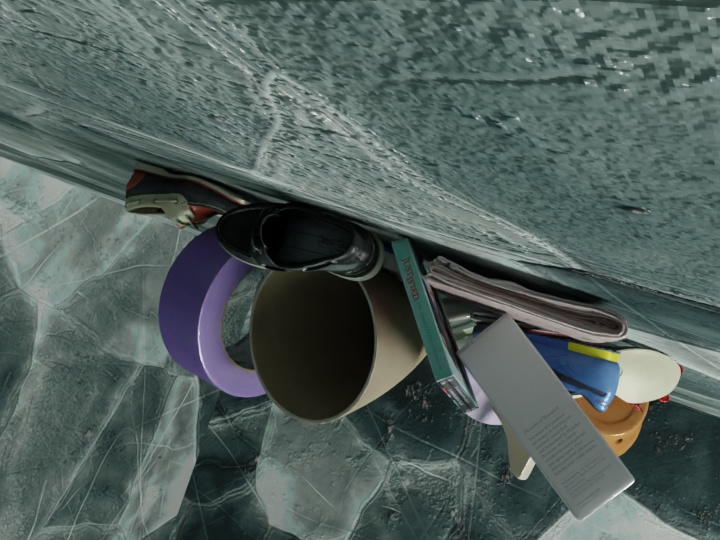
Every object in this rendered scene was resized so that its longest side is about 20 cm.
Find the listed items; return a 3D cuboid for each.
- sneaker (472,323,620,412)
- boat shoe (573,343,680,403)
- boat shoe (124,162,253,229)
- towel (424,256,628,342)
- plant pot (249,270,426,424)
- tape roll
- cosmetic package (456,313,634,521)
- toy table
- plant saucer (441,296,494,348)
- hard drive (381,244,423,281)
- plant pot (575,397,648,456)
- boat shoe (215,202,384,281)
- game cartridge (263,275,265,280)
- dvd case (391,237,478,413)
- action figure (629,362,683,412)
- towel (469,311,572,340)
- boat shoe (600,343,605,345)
[{"bbox_3d":[0.207,0.112,0.873,0.065,0.080,0.199,12,180,-44],"label":"sneaker"},{"bbox_3d":[0.312,0.126,0.951,0.198,0.075,0.063,2,-165,-13],"label":"boat shoe"},{"bbox_3d":[-0.211,-0.082,0.898,0.198,0.063,0.071,16,174,32],"label":"boat shoe"},{"bbox_3d":[0.165,0.033,0.765,0.189,0.033,0.200,19,179,11],"label":"towel"},{"bbox_3d":[0.003,0.073,0.890,0.186,0.190,0.199,17,-170,36],"label":"plant pot"},{"bbox_3d":[-0.142,0.046,0.918,0.084,0.202,0.199,17,176,39],"label":"tape roll"},{"bbox_3d":[0.188,0.148,0.777,0.201,0.071,0.101,55,-175,13],"label":"cosmetic package"},{"bbox_3d":[0.229,0.182,1.045,0.198,0.186,0.117,6,-161,-36],"label":"toy table"},{"bbox_3d":[0.135,0.079,1.139,0.197,0.051,0.200,-9,160,-3],"label":"plant saucer"},{"bbox_3d":[-0.019,-0.030,0.913,0.198,0.026,0.132,20,177,7],"label":"hard drive"},{"bbox_3d":[0.387,0.217,1.240,0.198,0.202,0.140,19,161,6],"label":"plant pot"},{"bbox_3d":[-0.075,-0.035,0.755,0.197,0.075,0.066,18,174,26],"label":"boat shoe"},{"bbox_3d":[-0.054,0.031,1.159,0.198,0.135,0.041,21,177,-24],"label":"game cartridge"},{"bbox_3d":[0.082,0.065,0.786,0.022,0.148,0.200,-20,156,7],"label":"dvd case"},{"bbox_3d":[0.417,0.164,1.090,0.098,0.066,0.200,32,175,-7],"label":"action figure"},{"bbox_3d":[0.229,0.078,0.991,0.142,0.023,0.200,6,171,18],"label":"towel"},{"bbox_3d":[0.295,0.112,1.126,0.199,0.071,0.070,22,152,51],"label":"boat shoe"}]
